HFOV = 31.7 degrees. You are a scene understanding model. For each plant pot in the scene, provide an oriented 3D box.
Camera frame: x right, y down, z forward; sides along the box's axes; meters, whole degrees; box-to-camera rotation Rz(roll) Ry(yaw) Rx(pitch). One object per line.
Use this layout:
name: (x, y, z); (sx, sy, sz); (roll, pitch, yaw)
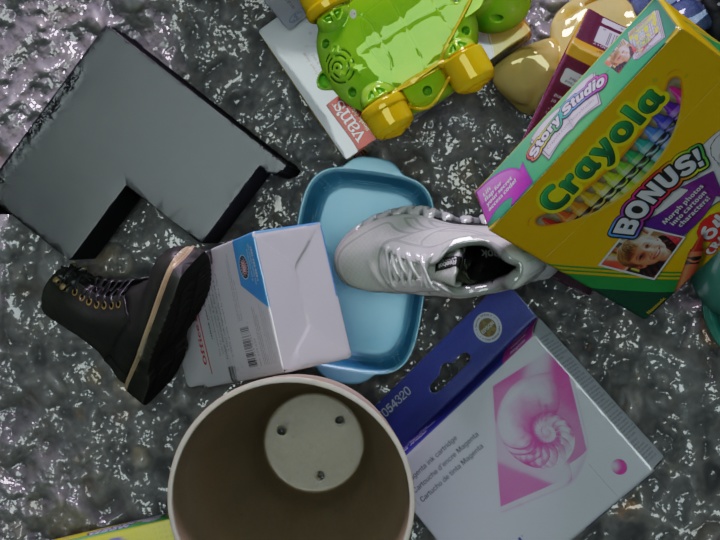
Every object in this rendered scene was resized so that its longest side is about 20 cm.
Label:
plant pot: (-0.048, 0.163, 1.045); (0.187, 0.200, 0.188); (0, 95, 2)

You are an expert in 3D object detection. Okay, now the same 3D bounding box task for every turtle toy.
turtle toy: (0.052, -0.201, 1.053); (0.200, 0.101, 0.146); (-28, 87, 5)

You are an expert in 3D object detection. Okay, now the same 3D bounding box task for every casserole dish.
casserole dish: (0.000, 0.000, 1.128); (0.121, 0.039, 0.200); (8, 91, 5)

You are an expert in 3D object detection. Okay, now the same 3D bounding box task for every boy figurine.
boy figurine: (0.213, -0.191, 1.091); (0.200, 0.064, 0.124); (-25, 55, 6)

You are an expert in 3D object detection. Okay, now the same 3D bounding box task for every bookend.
bookend: (-0.194, -0.074, 1.119); (0.200, 0.092, 0.199); (37, 94, 3)

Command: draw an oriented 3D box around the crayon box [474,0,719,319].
crayon box: (0.216, -0.076, 0.945); (0.172, 0.058, 0.200); (26, 119, -30)

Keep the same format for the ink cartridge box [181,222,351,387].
ink cartridge box: (-0.095, 0.034, 1.089); (0.067, 0.200, 0.116); (-12, 88, -31)

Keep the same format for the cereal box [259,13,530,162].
cereal box: (0.030, -0.209, 1.126); (0.200, 0.040, 0.144); (-35, 85, 4)

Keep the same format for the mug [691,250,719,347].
mug: (0.331, -0.015, 1.041); (0.114, 0.152, 0.185); (14, 90, 4)

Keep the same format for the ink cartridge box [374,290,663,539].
ink cartridge box: (0.115, 0.146, 1.066); (0.200, 0.043, 0.196); (48, 116, 13)

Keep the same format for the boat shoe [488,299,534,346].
boat shoe: (0.154, 0.116, 1.096); (0.091, 0.071, 0.200); (-39, 87, 3)

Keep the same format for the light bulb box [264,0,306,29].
light bulb box: (-0.055, -0.356, 1.078); (0.200, 0.125, 0.198); (-39, 75, 4)

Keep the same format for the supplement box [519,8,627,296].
supplement box: (0.188, -0.095, 1.043); (0.110, 0.086, 0.200); (26, 125, 4)

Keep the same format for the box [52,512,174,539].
box: (-0.181, 0.280, 1.137); (0.200, 0.048, 0.117); (-15, 89, 3)

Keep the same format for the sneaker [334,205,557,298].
sneaker: (0.061, -0.010, 1.041); (0.200, 0.081, 0.075); (-4, 109, 29)

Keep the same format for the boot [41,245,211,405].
boot: (-0.212, 0.021, 1.082); (0.138, 0.077, 0.200); (37, 136, 8)
